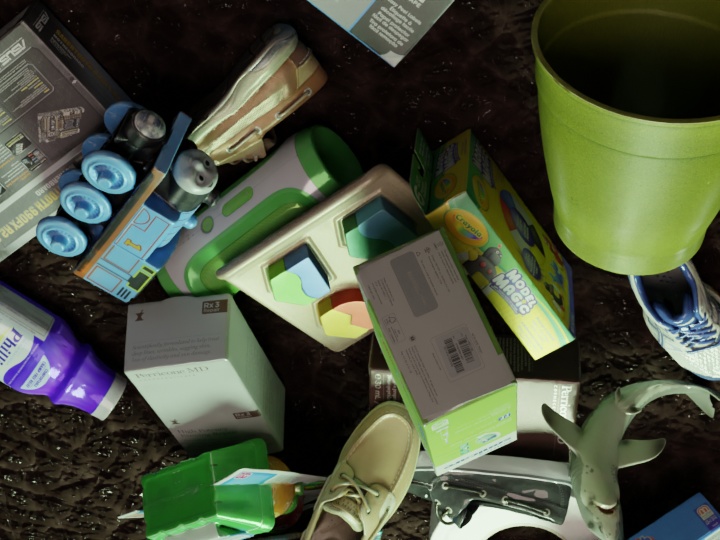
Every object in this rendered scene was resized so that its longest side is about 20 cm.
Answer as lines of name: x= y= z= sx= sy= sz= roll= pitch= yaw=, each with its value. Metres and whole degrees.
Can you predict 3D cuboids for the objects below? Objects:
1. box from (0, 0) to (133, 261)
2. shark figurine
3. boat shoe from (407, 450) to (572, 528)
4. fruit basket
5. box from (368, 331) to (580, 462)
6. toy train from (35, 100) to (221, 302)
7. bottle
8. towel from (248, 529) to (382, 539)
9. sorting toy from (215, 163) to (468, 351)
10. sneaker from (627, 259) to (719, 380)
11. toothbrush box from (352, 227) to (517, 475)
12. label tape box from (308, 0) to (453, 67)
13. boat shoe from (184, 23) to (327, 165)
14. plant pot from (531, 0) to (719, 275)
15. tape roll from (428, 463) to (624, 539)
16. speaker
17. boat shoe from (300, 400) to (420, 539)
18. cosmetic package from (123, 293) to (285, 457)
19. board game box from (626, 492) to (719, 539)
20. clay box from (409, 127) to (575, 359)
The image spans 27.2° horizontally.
box: x=-0.306 y=-0.120 z=1.325 sx=0.199 sy=0.048 sz=0.158 roll=-33 pitch=115 yaw=24
shark figurine: x=0.238 y=0.152 z=1.375 sx=0.128 sy=0.214 sz=0.090 roll=41 pitch=147 yaw=15
boat shoe: x=0.101 y=0.211 z=1.405 sx=0.198 sy=0.067 sz=0.070 roll=3 pitch=163 yaw=12
fruit basket: x=-0.104 y=0.228 z=1.442 sx=0.184 sy=0.095 sz=0.199 roll=-23 pitch=151 yaw=37
box: x=0.106 y=0.118 z=1.411 sx=0.198 sy=0.075 sz=0.101 roll=2 pitch=123 yaw=4
toy train: x=-0.193 y=-0.060 z=1.256 sx=0.114 sy=0.087 sz=0.200 roll=30 pitch=138 yaw=-16
bottle: x=-0.322 y=0.075 z=1.440 sx=0.199 sy=0.065 sz=0.084 roll=34 pitch=119 yaw=-14
towel: x=-0.055 y=0.296 z=1.493 sx=0.145 sy=0.022 sz=0.200 roll=-8 pitch=155 yaw=-9
sorting toy: x=0.000 y=0.000 z=1.315 sx=0.184 sy=0.037 sz=0.200 roll=-32 pitch=142 yaw=22
sneaker: x=0.282 y=0.037 z=1.328 sx=0.075 sy=0.088 sz=0.200 roll=-27 pitch=117 yaw=20
toothbrush box: x=0.067 y=0.074 z=1.259 sx=0.085 sy=0.147 sz=0.200 roll=-23 pitch=160 yaw=-3
label tape box: x=0.035 y=-0.282 z=1.170 sx=0.143 sy=0.066 sz=0.200 roll=36 pitch=121 yaw=-15
boat shoe: x=-0.107 y=-0.123 z=1.285 sx=0.072 sy=0.076 sz=0.200 roll=38 pitch=121 yaw=-19
plant pot: x=0.229 y=-0.107 z=1.196 sx=0.198 sy=0.201 sz=0.194 roll=4 pitch=135 yaw=4
tape roll: x=0.168 y=0.273 z=1.503 sx=0.200 sy=0.071 sz=0.204 roll=3 pitch=122 yaw=5
speaker: x=-0.091 y=-0.044 z=1.325 sx=0.199 sy=0.089 sz=0.088 roll=-36 pitch=112 yaw=25
boat shoe: x=-0.006 y=0.214 z=1.364 sx=0.072 sy=0.065 sz=0.201 roll=30 pitch=93 yaw=5
cosmetic package: x=-0.141 y=0.103 z=1.386 sx=0.101 sy=0.075 sz=0.200 roll=-7 pitch=150 yaw=11
board game box: x=0.271 y=0.322 z=1.459 sx=0.199 sy=0.045 sz=0.153 roll=-31 pitch=139 yaw=-9
clay box: x=0.116 y=-0.033 z=1.288 sx=0.047 sy=0.115 sz=0.200 roll=-28 pitch=116 yaw=22
